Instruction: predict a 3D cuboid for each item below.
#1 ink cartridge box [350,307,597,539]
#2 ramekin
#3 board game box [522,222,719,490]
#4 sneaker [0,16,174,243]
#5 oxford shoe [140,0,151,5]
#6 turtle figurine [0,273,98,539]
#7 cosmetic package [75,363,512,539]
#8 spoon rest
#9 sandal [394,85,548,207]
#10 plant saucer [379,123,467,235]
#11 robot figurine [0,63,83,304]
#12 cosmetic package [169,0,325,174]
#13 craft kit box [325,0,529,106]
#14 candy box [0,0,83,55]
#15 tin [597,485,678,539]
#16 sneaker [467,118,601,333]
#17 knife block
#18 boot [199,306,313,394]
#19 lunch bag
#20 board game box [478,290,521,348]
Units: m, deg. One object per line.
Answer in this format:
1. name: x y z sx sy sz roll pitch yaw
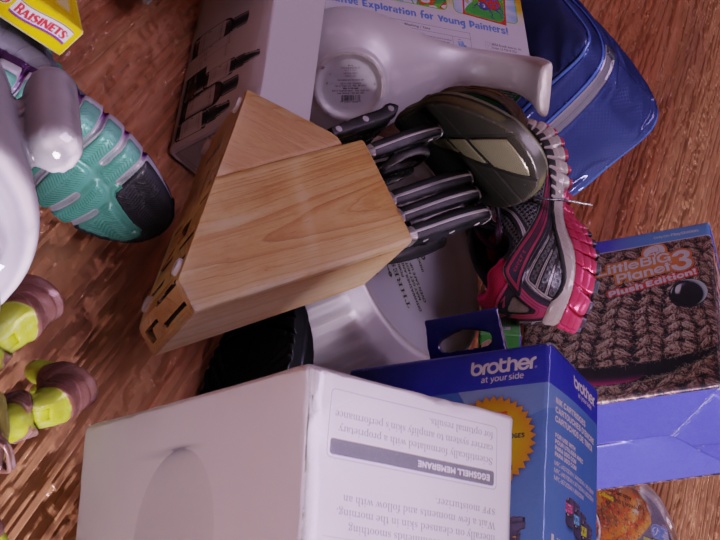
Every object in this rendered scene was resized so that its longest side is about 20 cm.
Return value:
1. ink cartridge box: 0.060 0.124 0.802 0.076 0.136 0.201 44 44 -47
2. ramekin: 0.000 0.000 0.949 0.202 0.094 0.203 34 45 -43
3. board game box: 0.220 0.070 1.145 0.200 0.159 0.097 -78 151 -50
4. sneaker: -0.172 -0.099 0.771 0.200 0.074 0.088 42 35 -35
5. oxford shoe: -0.070 -0.221 0.914 0.075 0.199 0.058 146 -77 -78
6. turtle figurine: -0.191 0.063 0.650 0.201 0.064 0.161 59 33 -15
7. cosmetic package: -0.039 0.166 0.643 0.122 0.199 0.201 17 68 -35
8. spoon rest: 0.036 -0.140 1.019 0.061 0.199 0.100 -97 -170 -67
9. sandal: 0.073 -0.092 0.908 0.080 0.057 0.201 56 -6 -15
10. plant saucer: 0.091 -0.064 1.108 0.200 0.037 0.201 41 18 -17
11. robot figurine: -0.203 -0.047 0.612 0.200 0.169 0.113 -120 -160 -51
12. cosmetic package: -0.071 -0.157 0.947 0.051 0.082 0.201 40 41 -38
13. craft kit box: 0.030 -0.235 1.101 0.199 0.049 0.199 7 65 -23
14. candy box: -0.208 -0.212 0.773 0.102 0.026 0.201 35 27 -45
15. tin: 0.214 0.229 1.191 0.200 0.042 0.113 27 46 -47
16. sneaker: 0.107 -0.042 0.968 0.074 0.081 0.200 7 36 -14
17. knife block: -0.016 -0.015 0.812 0.175 0.064 0.201 27 54 -15
18. boot: -0.025 0.133 0.854 0.162 0.073 0.199 35 52 -39
19. lunch bag: 0.144 -0.176 1.203 0.132 0.136 0.200 39 15 -40
20. board game box: 0.096 0.094 0.985 0.200 0.029 0.135 -51 143 -80
